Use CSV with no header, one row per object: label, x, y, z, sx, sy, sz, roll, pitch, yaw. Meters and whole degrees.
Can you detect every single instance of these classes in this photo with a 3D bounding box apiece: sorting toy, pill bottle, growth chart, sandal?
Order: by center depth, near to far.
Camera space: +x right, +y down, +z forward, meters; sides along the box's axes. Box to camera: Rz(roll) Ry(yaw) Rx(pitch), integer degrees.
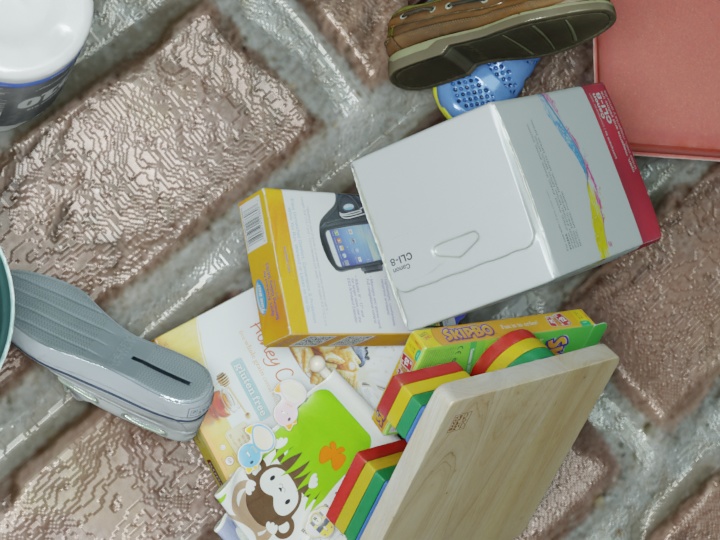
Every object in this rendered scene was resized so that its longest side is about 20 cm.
pill bottle,-0.268,-0.171,1.284,0.113,0.200,0.114,3,81,-17
sorting toy,0.080,0.137,1.348,0.198,0.200,0.070,-10,44,-44
growth chart,-0.049,0.180,1.365,0.145,0.018,0.200,38,78,-28
sandal,0.136,-0.207,1.484,0.079,0.087,0.200,39,73,-10

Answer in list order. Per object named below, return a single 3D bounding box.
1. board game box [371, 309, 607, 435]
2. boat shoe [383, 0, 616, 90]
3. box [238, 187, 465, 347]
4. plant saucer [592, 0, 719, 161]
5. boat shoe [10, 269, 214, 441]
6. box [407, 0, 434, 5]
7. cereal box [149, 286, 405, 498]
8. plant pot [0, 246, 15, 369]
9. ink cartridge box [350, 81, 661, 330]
board game box,0.108,0.081,1.403,0.199,0.096,0.030,-4,42,-35
boat shoe,0.110,-0.210,1.419,0.199,0.072,0.068,-12,68,20
box,0.000,0.000,1.377,0.200,0.041,0.119,3,69,-42
plant saucer,0.292,-0.194,1.558,0.199,0.037,0.200,3,80,-20
boat shoe,-0.209,0.074,1.330,0.200,0.067,0.074,30,43,13
box,0.074,-0.334,1.478,0.075,0.100,0.201,-8,85,-19
cereal box,-0.054,0.076,1.398,0.200,0.040,0.144,-29,91,-20
plant pot,-0.359,0.035,1.254,0.200,0.134,0.201,3,80,-17
ink cartridge box,0.118,-0.053,1.376,0.200,0.145,0.145,-17,87,-56
